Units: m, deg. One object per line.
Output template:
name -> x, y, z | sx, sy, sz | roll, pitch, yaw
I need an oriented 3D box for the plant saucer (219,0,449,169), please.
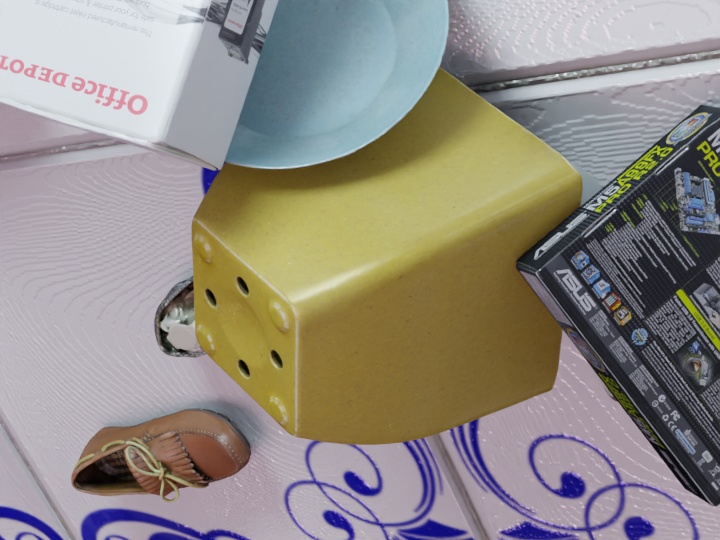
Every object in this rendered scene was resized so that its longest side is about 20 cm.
plant saucer -> -0.041, -0.145, 1.185 | 0.201, 0.201, 0.039 | 21, 160, 18

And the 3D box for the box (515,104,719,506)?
box -> 0.219, 0.023, 1.163 | 0.200, 0.160, 0.044 | 51, 174, -15

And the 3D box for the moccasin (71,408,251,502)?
moccasin -> -0.177, 0.166, 1.615 | 0.201, 0.078, 0.074 | -5, 122, 38

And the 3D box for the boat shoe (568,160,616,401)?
boat shoe -> 0.155, 0.015, 1.261 | 0.064, 0.071, 0.200 | -11, 120, 39

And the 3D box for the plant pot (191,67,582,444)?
plant pot -> 0.000, 0.000, 1.215 | 0.194, 0.200, 0.196 | 41, 145, 35

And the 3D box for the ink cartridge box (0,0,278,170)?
ink cartridge box -> -0.131, -0.176, 1.129 | 0.145, 0.200, 0.083 | 18, 178, 24

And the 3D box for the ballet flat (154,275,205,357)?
ballet flat -> -0.101, 0.021, 1.445 | 0.072, 0.072, 0.200 | 46, 137, -8
